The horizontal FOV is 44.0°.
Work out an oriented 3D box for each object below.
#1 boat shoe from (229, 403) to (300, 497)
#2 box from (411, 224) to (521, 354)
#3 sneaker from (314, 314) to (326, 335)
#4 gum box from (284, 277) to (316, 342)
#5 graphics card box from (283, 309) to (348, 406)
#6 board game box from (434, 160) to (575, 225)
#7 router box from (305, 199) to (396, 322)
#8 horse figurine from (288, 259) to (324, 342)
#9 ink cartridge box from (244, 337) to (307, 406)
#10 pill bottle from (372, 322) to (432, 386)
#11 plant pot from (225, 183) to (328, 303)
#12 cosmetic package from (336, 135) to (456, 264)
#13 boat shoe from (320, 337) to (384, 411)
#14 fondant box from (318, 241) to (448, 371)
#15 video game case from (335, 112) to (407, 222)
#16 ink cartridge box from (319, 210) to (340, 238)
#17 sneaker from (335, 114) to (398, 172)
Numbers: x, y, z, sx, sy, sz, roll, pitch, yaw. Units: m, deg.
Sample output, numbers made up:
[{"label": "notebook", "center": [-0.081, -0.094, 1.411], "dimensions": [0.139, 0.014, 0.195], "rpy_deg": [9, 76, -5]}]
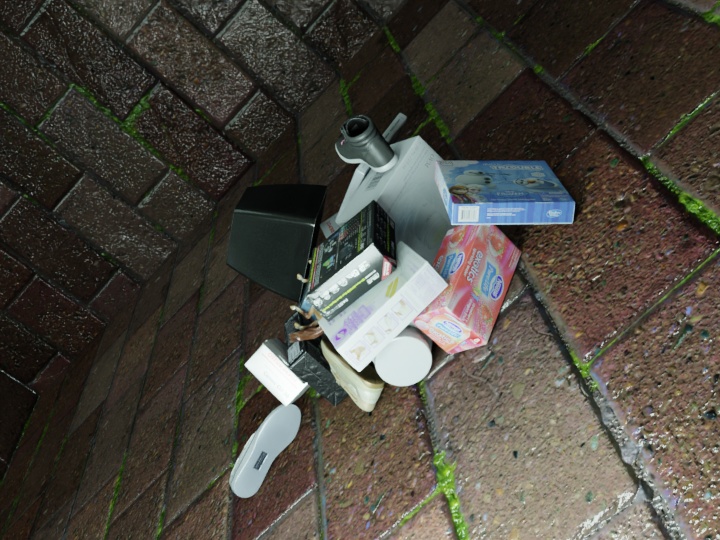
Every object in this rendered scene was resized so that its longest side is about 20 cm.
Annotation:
[{"label": "boat shoe", "center": [-0.192, 0.338, 1.721], "dimensions": [0.200, 0.074, 0.065], "rpy_deg": [-53, 25, -11]}, {"label": "box", "center": [0.175, 0.023, 1.463], "dimensions": [0.094, 0.103, 0.201], "rpy_deg": [-22, 33, 50]}, {"label": "sneaker", "center": [-0.052, 0.098, 1.776], "dimensions": [0.104, 0.060, 0.200], "rpy_deg": [-7, 7, 31]}, {"label": "gum box", "center": [-0.109, 0.077, 1.908], "dimensions": [0.170, 0.044, 0.201], "rpy_deg": [-100, 32, -78]}, {"label": "graphics card box", "center": [-0.085, 0.165, 1.722], "dimensions": [0.051, 0.125, 0.200], "rpy_deg": [-44, 21, 8]}, {"label": "board game box", "center": [0.237, -0.135, 1.504], "dimensions": [0.199, 0.199, 0.044], "rpy_deg": [-99, 9, -64]}, {"label": "router box", "center": [-0.014, -0.020, 1.511], "dimensions": [0.150, 0.062, 0.200], "rpy_deg": [-37, 19, 18]}, {"label": "horse figurine", "center": [-0.071, 0.046, 1.663], "dimensions": [0.132, 0.050, 0.201], "rpy_deg": [-1, 69, 41]}, {"label": "ink cartridge box", "center": [-0.153, 0.194, 1.723], "dimensions": [0.068, 0.116, 0.200], "rpy_deg": [-47, -5, 1]}, {"label": "pill bottle", "center": [0.063, 0.105, 1.536], "dimensions": [0.113, 0.113, 0.200], "rpy_deg": [-44, 21, 16]}, {"label": "plant pot", "center": [-0.184, -0.078, 1.919], "dimensions": [0.200, 0.176, 0.201], "rpy_deg": [-78, 2, -62]}, {"label": "cosmetic package", "center": [0.100, -0.110, 1.704], "dimensions": [0.123, 0.200, 0.200], "rpy_deg": [-5, 49, 59]}, {"label": "boat shoe", "center": [-0.022, 0.183, 1.607], "dimensions": [0.200, 0.072, 0.065], "rpy_deg": [40, 120, 54]}, {"label": "fondant box", "center": [0.033, 0.054, 1.450], "dimensions": [0.200, 0.058, 0.144], "rpy_deg": [-45, 21, 0]}, {"label": "video game case", "center": [0.020, -0.207, 1.839], "dimensions": [0.182, 0.023, 0.200], "rpy_deg": [-55, -4, -31]}, {"label": "ink cartridge box", "center": [0.027, -0.093, 1.899], "dimensions": [0.199, 0.083, 0.146], "rpy_deg": [-33, 33, 2]}, {"label": "sneaker", "center": [-0.007, -0.255, 1.697], "dimensions": [0.071, 0.099, 0.200], "rpy_deg": [-41, 31, -10]}]
